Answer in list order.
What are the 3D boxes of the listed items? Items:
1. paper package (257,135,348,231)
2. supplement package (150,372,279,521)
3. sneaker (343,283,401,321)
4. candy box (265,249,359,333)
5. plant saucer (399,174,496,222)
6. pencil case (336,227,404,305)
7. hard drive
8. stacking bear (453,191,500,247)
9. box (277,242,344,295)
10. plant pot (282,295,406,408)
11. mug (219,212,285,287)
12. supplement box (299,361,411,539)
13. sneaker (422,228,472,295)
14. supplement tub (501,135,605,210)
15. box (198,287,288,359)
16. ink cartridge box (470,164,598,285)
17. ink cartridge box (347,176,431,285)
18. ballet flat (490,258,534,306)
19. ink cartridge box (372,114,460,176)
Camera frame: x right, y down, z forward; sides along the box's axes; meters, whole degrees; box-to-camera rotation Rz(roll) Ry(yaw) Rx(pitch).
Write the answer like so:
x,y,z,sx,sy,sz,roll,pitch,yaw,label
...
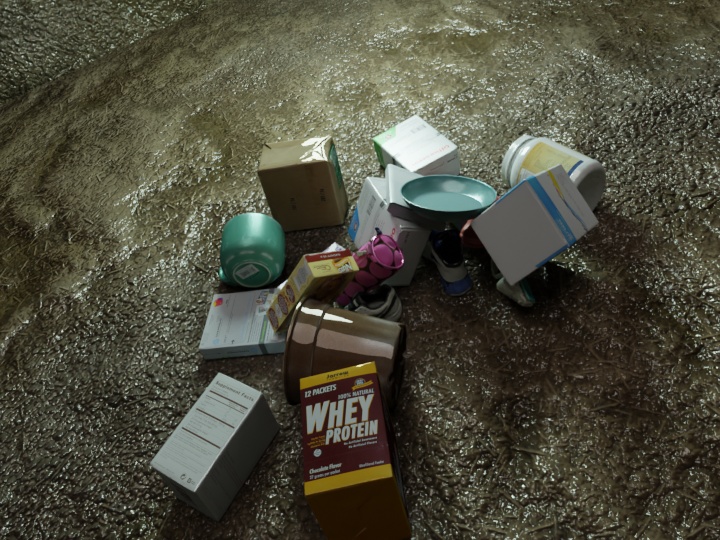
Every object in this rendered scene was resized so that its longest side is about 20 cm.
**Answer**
x,y,z,sx,sy,sz,roll,pitch,yaw,label
-0.136,-0.207,1.551,0.184,0.203,0.105,-6,45,10,paper package
-0.254,0.312,1.143,0.115,0.119,0.202,15,52,29,supplement package
-0.013,0.086,1.310,0.195,0.089,0.076,-24,46,-5,sneaker
-0.099,0.043,1.276,0.113,0.201,0.056,-9,60,-39,candy box
0.175,-0.142,1.287,0.193,0.037,0.201,0,27,0,plant saucer
0.000,0.000,1.314,0.092,0.199,0.093,-4,65,-39,pencil case
0.117,-0.162,1.386,0.128,0.027,0.202,19,31,-10,hard drive
0.238,-0.146,1.445,0.111,0.124,0.200,12,21,-31,stacking bear
-0.106,0.009,1.413,0.038,0.042,0.199,32,48,21,box
-0.020,0.160,1.178,0.192,0.204,0.204,7,48,12,plant pot
-0.248,-0.024,1.461,0.147,0.188,0.117,4,49,-12,mug
-0.009,0.299,1.022,0.129,0.201,0.203,-13,43,3,supplement box
0.179,-0.055,1.366,0.078,0.117,0.202,-20,44,-6,sneaker
0.424,-0.206,1.417,0.143,0.147,0.199,-35,47,-18,supplement tub
-0.239,0.112,1.388,0.193,0.042,0.159,-6,45,10,box
0.343,-0.093,1.245,0.198,0.146,0.148,-25,79,-51,ink cartridge box
0.058,-0.086,1.402,0.084,0.149,0.202,1,37,-30,ink cartridge box
0.306,0.009,1.314,0.069,0.073,0.203,-10,43,6,ballet flat
0.143,-0.294,1.631,0.143,0.085,0.201,-28,45,-11,ink cartridge box
